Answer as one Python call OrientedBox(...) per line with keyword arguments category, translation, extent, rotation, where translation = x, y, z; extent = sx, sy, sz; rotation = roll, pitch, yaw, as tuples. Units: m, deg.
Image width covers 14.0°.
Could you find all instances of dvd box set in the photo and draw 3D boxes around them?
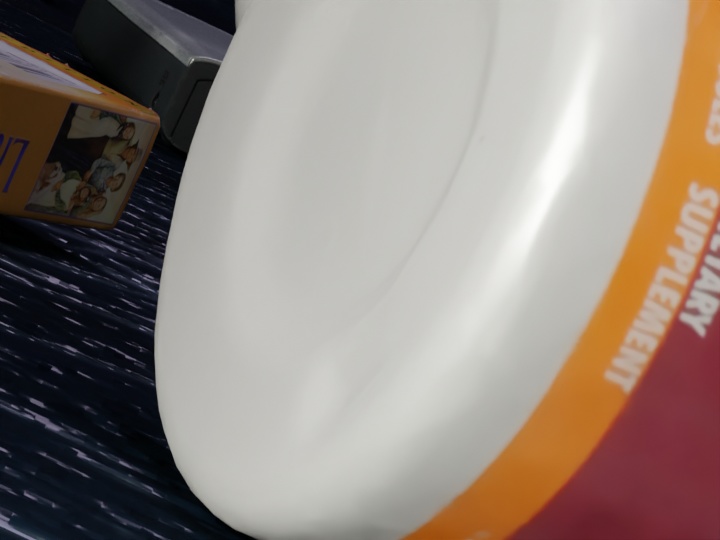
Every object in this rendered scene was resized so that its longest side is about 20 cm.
OrientedBox(category="dvd box set", translation=(-0.140, -0.055, 0.532), extent=(0.146, 0.030, 0.200), rotation=(27, 6, 20))

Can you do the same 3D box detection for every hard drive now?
OrientedBox(category="hard drive", translation=(-0.021, -0.048, 1.015), extent=(0.139, 0.033, 0.200), rotation=(24, 6, -18))

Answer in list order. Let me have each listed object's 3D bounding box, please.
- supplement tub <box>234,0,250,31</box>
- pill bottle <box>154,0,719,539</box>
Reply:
OrientedBox(category="supplement tub", translation=(0.063, -0.081, 0.872), extent=(0.144, 0.145, 0.200), rotation=(27, 16, 17))
OrientedBox(category="pill bottle", translation=(0.080, 0.015, 0.442), extent=(0.199, 0.115, 0.114), rotation=(22, 6, -26))
